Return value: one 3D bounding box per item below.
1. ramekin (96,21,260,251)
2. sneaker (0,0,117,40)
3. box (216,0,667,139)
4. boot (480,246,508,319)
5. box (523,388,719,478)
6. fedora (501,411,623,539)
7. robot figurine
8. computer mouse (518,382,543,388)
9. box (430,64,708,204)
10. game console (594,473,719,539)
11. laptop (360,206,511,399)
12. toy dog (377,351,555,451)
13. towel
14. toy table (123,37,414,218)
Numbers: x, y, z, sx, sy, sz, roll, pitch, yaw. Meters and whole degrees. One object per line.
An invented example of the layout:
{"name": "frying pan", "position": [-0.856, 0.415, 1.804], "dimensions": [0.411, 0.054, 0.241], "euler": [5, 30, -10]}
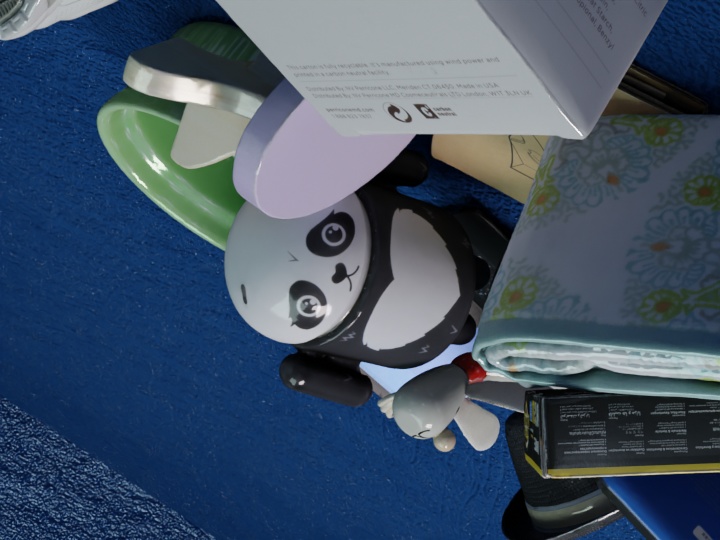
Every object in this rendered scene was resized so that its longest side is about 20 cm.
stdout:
{"name": "ramekin", "position": [-0.091, -0.096, 1.258], "dimensions": [0.200, 0.098, 0.200], "euler": [29, 160, 12]}
{"name": "sneaker", "position": [-0.180, -0.227, 1.146], "dimensions": [0.200, 0.099, 0.078], "euler": [-19, 90, 42]}
{"name": "box", "position": [0.025, -0.177, 0.842], "dimensions": [0.199, 0.131, 0.200], "euler": [7, 148, 51]}
{"name": "boot", "position": [0.191, 0.032, 1.125], "dimensions": [0.174, 0.069, 0.200], "euler": [26, 155, -19]}
{"name": "box", "position": [0.197, 0.089, 0.955], "dimensions": [0.199, 0.050, 0.160], "euler": [-2, 178, 2]}
{"name": "fedora", "position": [0.176, 0.136, 1.318], "dimensions": [0.092, 0.200, 0.200], "euler": [57, 156, -6]}
{"name": "robot figurine", "position": [0.001, 0.002, 1.147], "dimensions": [0.200, 0.151, 0.125], "euler": [16, 140, -43]}
{"name": "computer mouse", "position": [0.169, 0.014, 1.001], "dimensions": [0.044, 0.110, 0.200], "euler": [18, 145, -39]}
{"name": "box", "position": [0.124, -0.089, 1.053], "dimensions": [0.163, 0.021, 0.200], "euler": [28, 160, 9]}
{"name": "game console", "position": [0.250, 0.175, 1.136], "dimensions": [0.200, 0.171, 0.118], "euler": [47, 146, 6]}
{"name": "laptop", "position": [0.074, 0.047, 1.331], "dimensions": [0.177, 0.103, 0.200], "euler": [41, 159, -23]}
{"name": "toy dog", "position": [0.119, 0.089, 1.213], "dimensions": [0.097, 0.200, 0.132], "euler": [60, 168, 6]}
{"name": "towel", "position": [0.174, -0.011, 0.897], "dimensions": [0.199, 0.172, 0.048], "euler": [4, 142, 31]}
{"name": "toy table", "position": [-0.046, -0.118, 1.034], "dimensions": [0.117, 0.184, 0.200], "euler": [35, -158, 19]}
